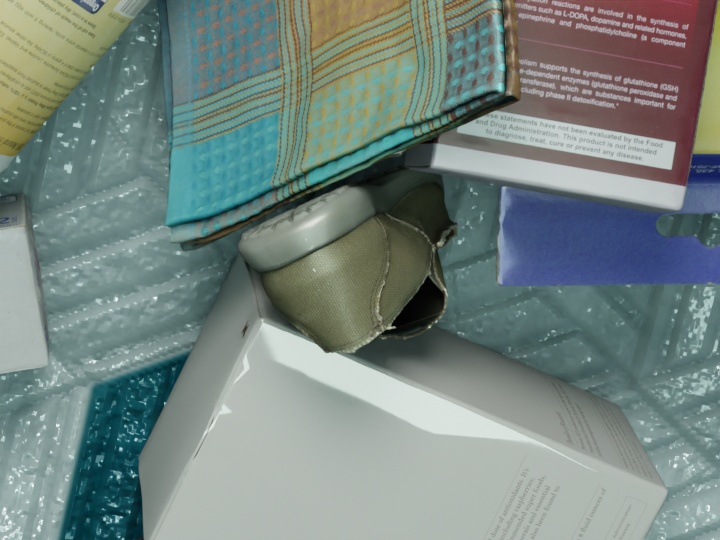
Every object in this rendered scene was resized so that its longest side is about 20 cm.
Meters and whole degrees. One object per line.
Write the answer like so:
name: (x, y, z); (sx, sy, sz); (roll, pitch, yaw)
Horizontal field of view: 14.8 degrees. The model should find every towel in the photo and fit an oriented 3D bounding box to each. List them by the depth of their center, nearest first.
towel: (-0.015, -0.104, 1.125); (0.022, 0.200, 0.147); (14, 65, -41)

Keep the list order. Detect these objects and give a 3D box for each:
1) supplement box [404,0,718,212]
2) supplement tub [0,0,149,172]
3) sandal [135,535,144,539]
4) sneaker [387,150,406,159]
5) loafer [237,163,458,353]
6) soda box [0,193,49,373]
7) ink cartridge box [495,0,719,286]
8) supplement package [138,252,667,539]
supplement box: (0.089, -0.131, 1.128); (0.109, 0.061, 0.200); (10, 91, -10)
supplement tub: (-0.172, -0.124, 1.156); (0.144, 0.144, 0.200); (40, 96, -15)
sandal: (-0.041, 0.183, 1.301); (0.075, 0.045, 0.200); (-37, 116, 13)
sneaker: (0.054, -0.121, 1.231); (0.200, 0.074, 0.085); (-33, 100, -7)
loafer: (0.000, 0.000, 1.185); (0.075, 0.200, 0.070); (-24, 90, 17)
soda box: (-0.240, 0.019, 1.227); (0.200, 0.063, 0.068); (-10, 106, -5)
ink cartridge box: (0.156, -0.093, 1.193); (0.198, 0.047, 0.200); (-1, 90, -12)
supplement package: (0.015, 0.091, 1.249); (0.200, 0.120, 0.121); (24, 103, -13)
